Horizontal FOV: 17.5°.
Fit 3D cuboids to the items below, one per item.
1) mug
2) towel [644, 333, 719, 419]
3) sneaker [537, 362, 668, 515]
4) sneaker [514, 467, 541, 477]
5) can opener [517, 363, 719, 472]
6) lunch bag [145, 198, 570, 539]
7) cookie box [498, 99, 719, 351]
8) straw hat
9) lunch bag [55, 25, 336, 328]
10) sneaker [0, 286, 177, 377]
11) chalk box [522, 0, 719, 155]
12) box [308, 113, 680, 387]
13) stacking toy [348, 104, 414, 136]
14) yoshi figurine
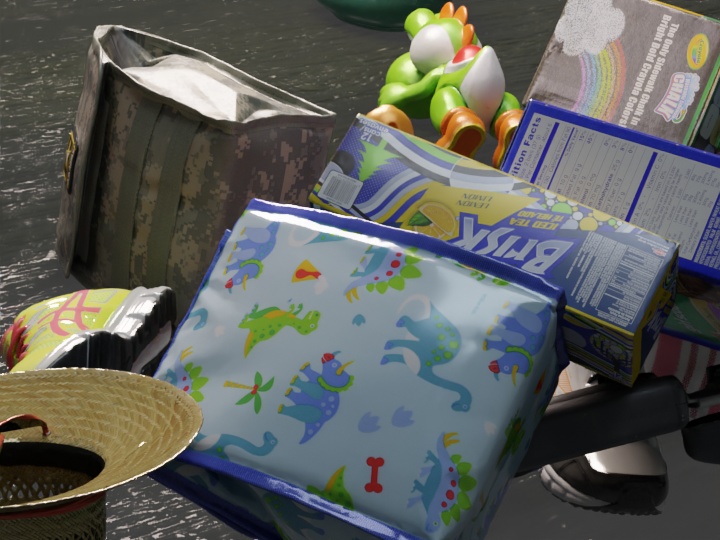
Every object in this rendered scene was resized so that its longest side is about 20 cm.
[{"bbox_3d":[0.033,-0.305,2.321,0.152,0.115,0.185,26,26,36],"label":"mug"},{"bbox_3d":[0.177,0.012,1.545,0.200,0.147,0.030,26,39,35],"label":"towel"},{"bbox_3d":[0.144,0.083,1.444,0.074,0.080,0.200,7,23,-14],"label":"sneaker"},{"bbox_3d":[0.070,0.065,1.456,0.089,0.079,0.200,-4,25,-27],"label":"sneaker"},{"bbox_3d":[0.168,0.094,1.348,0.200,0.067,0.053,-13,5,-18],"label":"can opener"},{"bbox_3d":[-0.010,0.066,1.261,0.200,0.127,0.170,21,67,14],"label":"lunch bag"},{"bbox_3d":[0.195,-0.011,1.378,0.200,0.075,0.171,19,-12,28],"label":"cookie box"},{"bbox_3d":[-0.177,0.121,1.196,0.201,0.085,0.201,-3,17,1],"label":"straw hat"},{"bbox_3d":[-0.130,-0.059,1.558,0.200,0.164,0.117,27,24,38],"label":"lunch bag"},{"bbox_3d":[-0.178,0.059,1.383,0.090,0.078,0.200,7,14,14],"label":"sneaker"},{"bbox_3d":[0.262,-0.147,1.962,0.200,0.125,0.124,23,-1,27],"label":"chalk box"},{"bbox_3d":[0.074,-0.012,1.304,0.200,0.070,0.064,24,67,17],"label":"box"},{"bbox_3d":[0.000,0.000,1.392,0.116,0.200,0.110,9,-5,-9],"label":"stacking toy"},{"bbox_3d":[0.076,-0.141,1.996,0.112,0.112,0.200,-30,40,6],"label":"yoshi figurine"}]
